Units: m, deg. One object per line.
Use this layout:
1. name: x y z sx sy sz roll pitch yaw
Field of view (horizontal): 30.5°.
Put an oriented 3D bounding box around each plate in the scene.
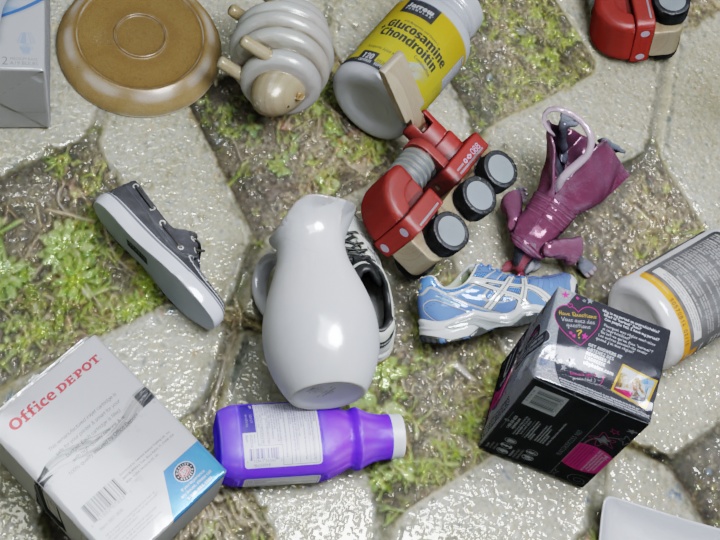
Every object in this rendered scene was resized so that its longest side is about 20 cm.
1. plate: 0.332 0.360 1.387 0.198 0.032 0.201 16 61 -4

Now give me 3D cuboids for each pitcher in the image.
1. pitcher: -0.058 0.047 1.385 0.120 0.171 0.202 9 59 -32

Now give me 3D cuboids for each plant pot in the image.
1. plant pot: -0.264 -0.275 1.578 0.198 0.028 0.202 5 64 -9

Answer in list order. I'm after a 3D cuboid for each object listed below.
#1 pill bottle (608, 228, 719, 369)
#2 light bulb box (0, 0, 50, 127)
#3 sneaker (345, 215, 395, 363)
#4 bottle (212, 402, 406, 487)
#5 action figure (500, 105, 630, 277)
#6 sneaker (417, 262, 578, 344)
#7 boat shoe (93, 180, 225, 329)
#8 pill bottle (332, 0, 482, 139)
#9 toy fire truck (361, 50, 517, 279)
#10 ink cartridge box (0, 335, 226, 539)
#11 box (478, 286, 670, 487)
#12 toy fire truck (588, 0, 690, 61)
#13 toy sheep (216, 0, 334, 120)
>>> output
1. pill bottle: 0.393 0.022 1.520 0.199 0.117 0.117 -27 72 -22
2. light bulb box: -0.449 -0.276 1.483 0.196 0.125 0.202 -1 65 -13
3. sneaker: 0.000 0.000 1.464 0.075 0.088 0.202 -13 66 -16
4. bottle: -0.053 0.178 1.375 0.198 0.065 0.084 -2 61 -14
5. action figure: 0.227 -0.069 1.513 0.133 0.149 0.201 32 94 15
6. sneaker: 0.155 0.026 1.480 0.198 0.076 0.078 -13 92 -20
7. boat shoe: -0.207 -0.023 1.446 0.066 0.070 0.200 -39 70 -24
8. pill bottle: 0.063 -0.261 1.593 0.112 0.112 0.200 35 62 7
9. toy fire truck: 0.062 -0.123 1.481 0.200 0.129 0.176 44 57 -5
10. ink cartridge box: -0.255 0.188 1.315 0.200 0.084 0.144 44 63 10
11. box: 0.220 0.124 1.385 0.131 0.200 0.116 21 59 -1
12. toy fire truck: 0.310 -0.368 1.698 0.197 0.129 0.178 -5 63 0
13. toy sheep: -0.094 -0.261 1.551 0.136 0.138 0.202 13 57 -5
